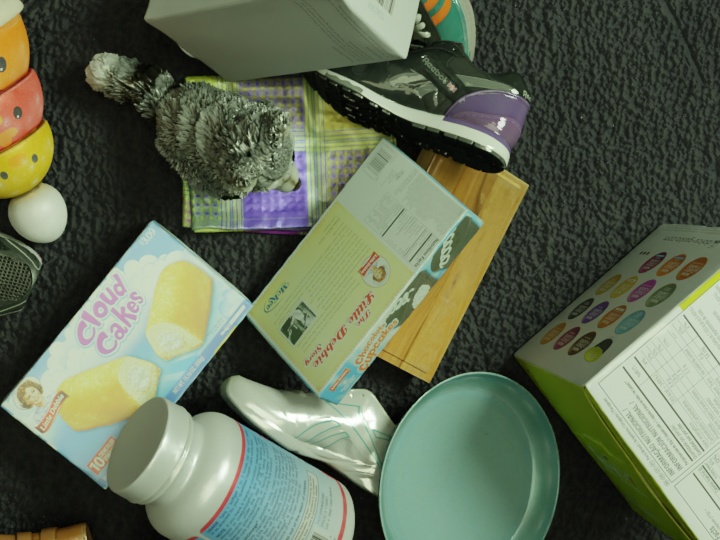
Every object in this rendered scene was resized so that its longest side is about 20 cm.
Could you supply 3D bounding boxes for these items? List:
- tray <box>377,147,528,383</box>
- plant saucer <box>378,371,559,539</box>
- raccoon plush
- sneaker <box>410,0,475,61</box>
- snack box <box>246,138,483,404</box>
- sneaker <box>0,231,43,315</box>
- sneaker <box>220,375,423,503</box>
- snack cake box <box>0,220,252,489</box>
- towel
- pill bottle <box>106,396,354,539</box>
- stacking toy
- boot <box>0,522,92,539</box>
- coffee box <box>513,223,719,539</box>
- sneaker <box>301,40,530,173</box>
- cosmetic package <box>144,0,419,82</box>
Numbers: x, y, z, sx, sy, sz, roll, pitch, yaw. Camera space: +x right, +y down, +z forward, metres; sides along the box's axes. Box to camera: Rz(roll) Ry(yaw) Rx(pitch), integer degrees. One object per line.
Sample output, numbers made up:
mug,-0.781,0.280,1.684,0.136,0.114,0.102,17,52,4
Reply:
tray,0.064,-0.011,1.018,0.098,0.037,0.202,28,87,-23
plant saucer,0.095,0.191,1.018,0.198,0.027,0.203,-1,92,-31
raccoon plush,-0.140,-0.114,0.922,0.198,0.134,0.098,16,91,-8
sneaker,0.039,-0.243,0.966,0.080,0.071,0.202,-38,127,-28
snack box,0.000,0.000,0.969,0.201,0.037,0.116,-51,56,7
sneaker,-0.369,-0.003,0.938,0.197,0.086,0.081,9,93,-9
sneaker,-0.032,0.133,1.009,0.199,0.070,0.081,29,83,-16
snack cake box,-0.199,0.069,0.976,0.115,0.067,0.201,39,86,-9
towel,-0.060,-0.104,1.013,0.197,0.023,0.146,0,93,-9
pill bottle,-0.107,0.187,0.944,0.199,0.109,0.109,36,86,-30
stacking toy,-0.301,-0.113,0.941,0.145,0.146,0.201,-31,114,-6
boot,-0.307,0.242,0.956,0.153,0.077,0.202,-17,100,-1
coffee box,0.287,0.100,0.984,0.197,0.200,0.201,-39,98,-4
sneaker,0.049,-0.160,0.972,0.198,0.076,0.088,24,80,8
cosmetic package,-0.062,-0.218,0.906,0.113,0.198,0.082,33,66,-50
